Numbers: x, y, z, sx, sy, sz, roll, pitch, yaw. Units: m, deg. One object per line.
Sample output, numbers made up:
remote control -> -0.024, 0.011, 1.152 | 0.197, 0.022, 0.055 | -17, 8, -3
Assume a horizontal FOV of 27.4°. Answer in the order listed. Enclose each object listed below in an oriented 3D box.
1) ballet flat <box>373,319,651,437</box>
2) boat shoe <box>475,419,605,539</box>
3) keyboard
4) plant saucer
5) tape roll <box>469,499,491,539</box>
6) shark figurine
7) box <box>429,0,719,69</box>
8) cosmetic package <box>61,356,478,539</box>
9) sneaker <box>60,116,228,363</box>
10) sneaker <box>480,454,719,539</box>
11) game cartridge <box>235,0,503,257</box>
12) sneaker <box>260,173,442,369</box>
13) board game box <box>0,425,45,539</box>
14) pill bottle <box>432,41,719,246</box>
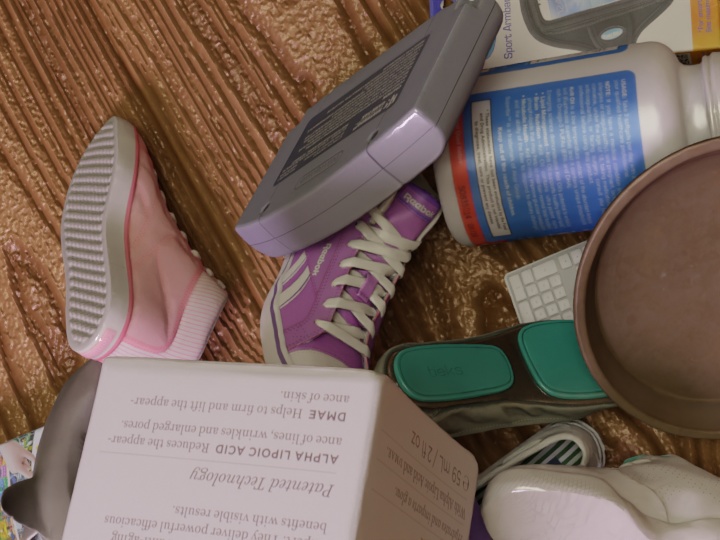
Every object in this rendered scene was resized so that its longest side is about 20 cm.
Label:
ballet flat -> 0.092, 0.072, 0.938 | 0.197, 0.064, 0.068 | -3, 56, -24
boat shoe -> 0.073, 0.168, 0.950 | 0.073, 0.067, 0.200 | 43, 96, 17
keyboard -> 0.193, -0.009, 0.965 | 0.198, 0.011, 0.057 | -23, 78, 12
plant saucer -> 0.224, 0.009, 0.895 | 0.197, 0.030, 0.203 | -2, 115, -4
tape roll -> -0.017, 0.198, 0.928 | 0.198, 0.084, 0.203 | 0, 90, 37
shark figurine -> -0.181, 0.164, 0.929 | 0.128, 0.089, 0.215 | -46, 51, 12
box -> 0.140, -0.192, 0.988 | 0.197, 0.041, 0.121 | -4, 82, 14
cosmetic package -> -0.049, 0.167, 0.766 | 0.163, 0.165, 0.203 | 1, 69, 24
sneaker -> -0.150, -0.011, 1.042 | 0.075, 0.104, 0.202 | -39, 42, 34
sneaker -> 0.163, 0.142, 0.895 | 0.197, 0.089, 0.076 | 13, 126, -13
game cartridge -> 0.001, -0.082, 0.922 | 0.199, 0.041, 0.134 | -29, 32, 49
sneaker -> -0.001, -0.001, 0.926 | 0.114, 0.072, 0.202 | -37, 33, 34
board game box -> -0.252, 0.206, 1.044 | 0.198, 0.064, 0.149 | -23, 77, 13
pill bottle -> 0.150, -0.082, 0.934 | 0.197, 0.112, 0.114 | -7, 81, 16
